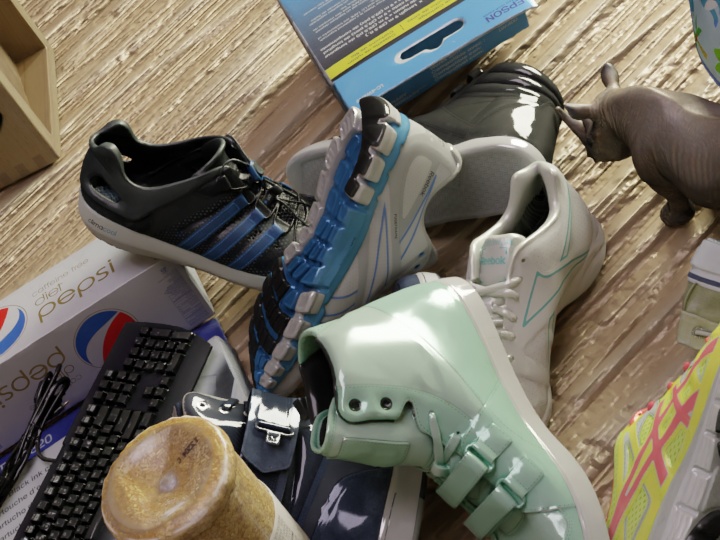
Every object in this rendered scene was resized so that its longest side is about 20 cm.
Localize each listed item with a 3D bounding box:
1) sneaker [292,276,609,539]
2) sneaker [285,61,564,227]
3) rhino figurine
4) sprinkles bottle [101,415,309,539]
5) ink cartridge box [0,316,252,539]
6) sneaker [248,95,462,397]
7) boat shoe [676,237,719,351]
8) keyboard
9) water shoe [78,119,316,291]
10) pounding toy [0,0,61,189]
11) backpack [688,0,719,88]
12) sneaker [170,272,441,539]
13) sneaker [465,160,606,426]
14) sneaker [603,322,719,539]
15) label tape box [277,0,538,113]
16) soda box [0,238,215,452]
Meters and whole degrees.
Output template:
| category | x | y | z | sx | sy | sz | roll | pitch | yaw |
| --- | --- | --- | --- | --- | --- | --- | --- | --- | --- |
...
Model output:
| category | x | y | z | sx | sy | sz | roll | pitch | yaw |
| --- | --- | --- | --- | --- | --- | --- | --- | --- | --- |
| sneaker | 0.039 | 0.104 | 0.749 | 0.117 | 0.074 | 0.202 | -14 | 61 | -28 |
| sneaker | 0.048 | -0.082 | 0.989 | 0.198 | 0.071 | 0.100 | -3 | 38 | 35 |
| rhino figurine | 0.188 | -0.069 | 0.870 | 0.060 | 0.088 | 0.199 | -46 | 44 | -15 |
| sprinkles bottle | -0.048 | 0.152 | 0.729 | 0.068 | 0.201 | 0.069 | -16 | 45 | 17 |
| ink cartridge box | -0.148 | 0.129 | 0.928 | 0.199 | 0.041 | 0.200 | -34 | 42 | 0 |
| sneaker | 0.000 | 0.000 | 0.916 | 0.201 | 0.086 | 0.075 | -61 | 29 | 17 |
| boat shoe | 0.251 | 0.042 | 0.761 | 0.199 | 0.072 | 0.063 | 25 | 103 | 40 |
| keyboard | -0.175 | 0.114 | 0.913 | 0.126 | 0.021 | 0.201 | 0 | 51 | 32 |
| water shoe | -0.081 | -0.041 | 0.956 | 0.198 | 0.079 | 0.072 | 10 | 40 | -6 |
| pounding toy | -0.348 | -0.154 | 1.197 | 0.141 | 0.185 | 0.201 | -25 | 43 | 9 |
| backpack | 0.286 | -0.182 | 0.833 | 0.197 | 0.148 | 0.184 | -3 | 47 | 2 |
| sneaker | -0.028 | 0.070 | 0.841 | 0.144 | 0.077 | 0.204 | 12 | 50 | 1 |
| sneaker | 0.079 | 0.026 | 0.857 | 0.070 | 0.080 | 0.202 | 4 | 57 | 31 |
| sneaker | 0.164 | 0.079 | 0.734 | 0.090 | 0.078 | 0.202 | 25 | 88 | 58 |
| label tape box | 0.036 | -0.169 | 1.056 | 0.142 | 0.066 | 0.201 | -31 | 38 | 2 |
| soda box | -0.202 | 0.045 | 1.015 | 0.199 | 0.064 | 0.068 | -32 | 38 | -1 |
